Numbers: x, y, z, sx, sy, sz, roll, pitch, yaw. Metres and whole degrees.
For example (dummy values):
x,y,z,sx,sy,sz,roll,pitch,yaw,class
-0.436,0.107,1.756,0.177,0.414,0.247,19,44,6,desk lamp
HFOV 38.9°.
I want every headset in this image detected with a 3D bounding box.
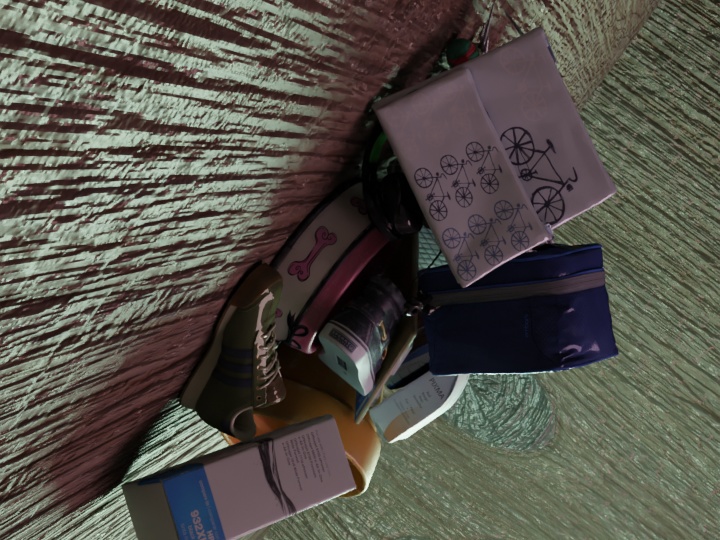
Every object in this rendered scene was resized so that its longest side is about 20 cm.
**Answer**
x,y,z,sx,sy,sz,roll,pitch,yaw,class
0.058,-0.060,0.986,0.094,0.123,0.201,-18,108,-68,headset

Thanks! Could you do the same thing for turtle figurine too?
x,y,z,sx,sy,sz,roll,pitch,yaw,class
0.138,-0.191,1.075,0.100,0.150,0.200,-33,129,-4,turtle figurine

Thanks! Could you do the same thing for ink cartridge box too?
x,y,z,sx,sy,sz,roll,pitch,yaw,class
-0.127,0.226,1.064,0.199,0.084,0.145,-16,174,-31,ink cartridge box
0.114,0.134,1.216,0.199,0.050,0.162,-31,169,5,ink cartridge box

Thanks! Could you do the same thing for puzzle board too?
x,y,z,sx,sy,sz,roll,pitch,yaw,class
0.031,0.063,1.156,0.200,0.017,0.151,117,-19,-49,puzzle board

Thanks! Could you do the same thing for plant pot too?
x,y,z,sx,sy,sz,roll,pitch,yaw,class
-0.051,0.156,1.290,0.200,0.199,0.184,114,2,-59,plant pot

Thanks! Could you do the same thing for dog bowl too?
x,y,z,sx,sy,sz,roll,pitch,yaw,class
-0.032,0.003,1.088,0.200,0.074,0.200,-51,171,-11,dog bowl

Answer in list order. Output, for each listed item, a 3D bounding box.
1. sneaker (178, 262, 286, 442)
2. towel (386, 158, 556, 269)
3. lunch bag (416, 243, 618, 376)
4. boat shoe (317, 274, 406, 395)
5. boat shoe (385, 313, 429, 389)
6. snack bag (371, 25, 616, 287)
x,y,z,sx,sy,sz,roll,pitch,yaw,class
-0.103,0.089,1.002,0.067,0.090,0.201,-39,164,-55,sneaker
0.131,-0.050,1.178,0.200,0.165,0.086,50,58,-47,towel
0.153,0.033,1.047,0.199,0.133,0.136,-7,180,40,lunch bag
0.008,0.071,1.091,0.091,0.071,0.200,-49,170,-13,boat shoe
0.096,0.063,1.192,0.200,0.073,0.072,-34,164,20,boat shoe
0.134,-0.109,0.956,0.199,0.189,0.021,-27,-177,-17,snack bag
